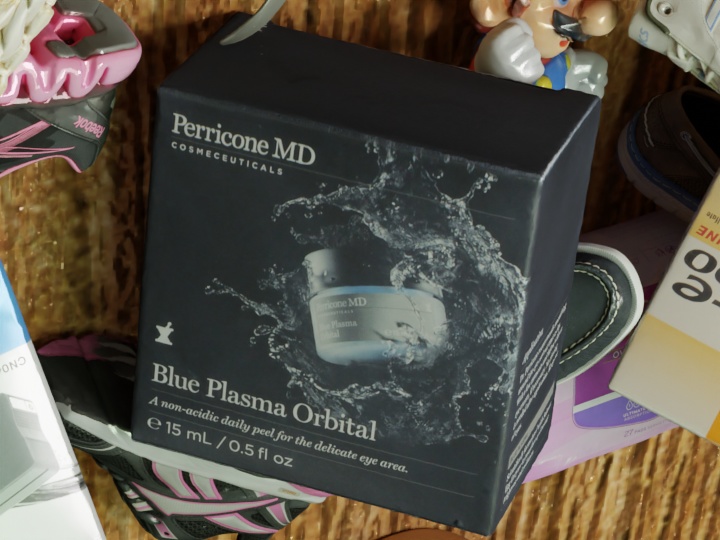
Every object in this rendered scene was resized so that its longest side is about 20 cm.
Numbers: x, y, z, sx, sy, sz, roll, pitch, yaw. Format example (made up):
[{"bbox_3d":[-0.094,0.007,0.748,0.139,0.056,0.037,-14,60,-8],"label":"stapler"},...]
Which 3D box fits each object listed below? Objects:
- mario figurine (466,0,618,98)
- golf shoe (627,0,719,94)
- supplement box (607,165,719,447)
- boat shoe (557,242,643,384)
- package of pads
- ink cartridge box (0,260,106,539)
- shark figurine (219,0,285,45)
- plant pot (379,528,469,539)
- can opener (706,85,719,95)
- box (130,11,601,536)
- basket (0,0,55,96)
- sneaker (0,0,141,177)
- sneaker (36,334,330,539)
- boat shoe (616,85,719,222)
[{"bbox_3d":[0.096,-0.101,1.410,0.106,0.124,0.201,0,124,-13],"label":"mario figurine"},{"bbox_3d":[0.186,-0.111,1.362,0.097,0.201,0.078,-13,151,2],"label":"golf shoe"},{"bbox_3d":[0.231,0.001,1.433,0.201,0.126,0.074,-64,174,7],"label":"supplement box"},{"bbox_3d":[0.056,0.042,1.440,0.200,0.076,0.060,-27,177,30],"label":"boat shoe"},{"bbox_3d":[0.139,0.039,1.552,0.199,0.076,0.121,-18,126,-23],"label":"package of pads"},{"bbox_3d":[-0.215,0.103,1.319,0.144,0.084,0.201,-25,107,-18],"label":"ink cartridge box"},{"bbox_3d":[-0.081,-0.203,1.263,0.214,0.090,0.128,28,135,-33],"label":"shark figurine"},{"bbox_3d":[0.052,0.245,1.584,0.199,0.140,0.201,-15,125,-23],"label":"plant pot"},{"bbox_3d":[0.276,-0.166,1.525,0.200,0.053,0.066,-51,132,5],"label":"can opener"},{"bbox_3d":[0.000,0.000,1.340,0.117,0.196,0.201,-51,151,-60],"label":"box"},{"bbox_3d":[-0.199,-0.199,1.099,0.161,0.200,0.199,28,100,-38],"label":"basket"},{"bbox_3d":[-0.200,-0.071,1.276,0.199,0.079,0.096,-7,133,-27],"label":"sneaker"},{"bbox_3d":[-0.102,0.106,1.443,0.200,0.080,0.086,25,117,-33],"label":"sneaker"},{"bbox_3d":[0.241,-0.038,1.505,0.199,0.072,0.072,25,151,-7],"label":"boat shoe"}]
